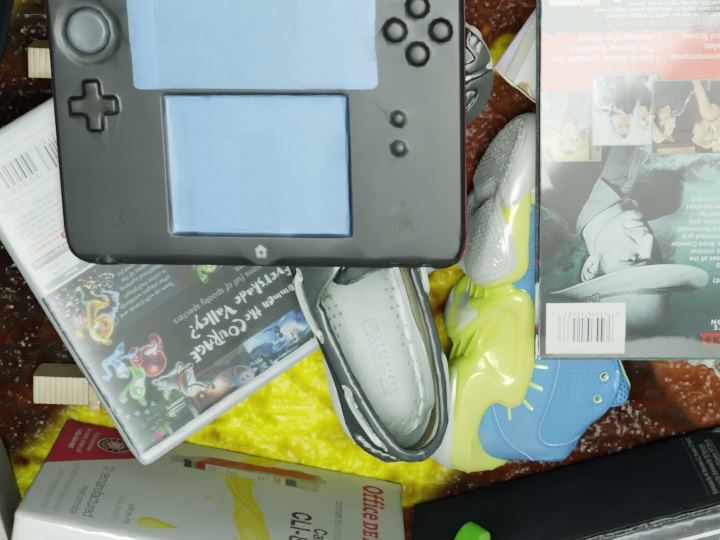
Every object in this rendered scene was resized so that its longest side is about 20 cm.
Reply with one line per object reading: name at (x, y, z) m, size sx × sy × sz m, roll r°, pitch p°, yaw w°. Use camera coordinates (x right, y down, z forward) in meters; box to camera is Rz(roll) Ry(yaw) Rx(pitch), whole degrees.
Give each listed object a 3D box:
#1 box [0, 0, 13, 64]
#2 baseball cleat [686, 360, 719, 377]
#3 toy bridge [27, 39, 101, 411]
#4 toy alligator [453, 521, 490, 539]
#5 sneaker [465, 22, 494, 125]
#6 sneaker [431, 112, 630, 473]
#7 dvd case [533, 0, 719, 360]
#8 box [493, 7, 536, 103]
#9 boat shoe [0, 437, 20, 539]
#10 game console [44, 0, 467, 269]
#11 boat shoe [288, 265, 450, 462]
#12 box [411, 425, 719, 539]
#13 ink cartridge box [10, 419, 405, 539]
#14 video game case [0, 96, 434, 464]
box at (-0.257, -0.061, 0.759) m, size 0.116 × 0.197 × 0.202 m, roll 15°, pitch 104°, yaw -2°
baseball cleat at (0.220, -0.044, 0.815) m, size 0.200 × 0.070 × 0.107 m, roll -46°, pitch 74°, yaw 20°
toy bridge at (-0.143, -0.020, 0.854) m, size 0.066 × 0.027 × 0.203 m, roll 1°, pitch 104°, yaw -1°
toy alligator at (0.053, 0.217, 0.777) m, size 0.054 × 0.059 × 0.203 m, roll -2°, pitch 106°, yaw -38°
sneaker at (-0.029, -0.126, 0.786) m, size 0.198 × 0.079 × 0.075 m, roll 24°, pitch 106°, yaw -2°
sneaker at (0.099, 0.017, 0.841) m, size 0.104 × 0.076 × 0.202 m, roll 9°, pitch 115°, yaw -10°
dvd case at (0.155, -0.055, 0.760) m, size 0.144 × 0.022 × 0.203 m, roll -1°, pitch 105°, yaw 4°
box at (0.140, -0.167, 0.771) m, size 0.039 × 0.041 × 0.201 m, roll 39°, pitch 110°, yaw 12°
boat shoe at (-0.230, 0.163, 0.875) m, size 0.092 × 0.075 × 0.203 m, roll -14°, pitch 104°, yaw -3°
game console at (-0.049, -0.088, 0.741) m, size 0.197 × 0.031 × 0.179 m, roll 1°, pitch 103°, yaw 9°
boat shoe at (0.000, 0.000, 0.801) m, size 0.075 × 0.060 × 0.202 m, roll -25°, pitch 100°, yaw -14°
box at (0.144, 0.212, 0.857) m, size 0.196 × 0.123 × 0.202 m, roll -15°, pitch 101°, yaw 4°
ink cartridge box at (-0.077, 0.155, 0.837) m, size 0.197 × 0.145 × 0.085 m, roll 11°, pitch 103°, yaw -2°
video game case at (-0.077, -0.031, 0.819) m, size 0.199 × 0.023 × 0.183 m, roll -33°, pitch 102°, yaw -14°
